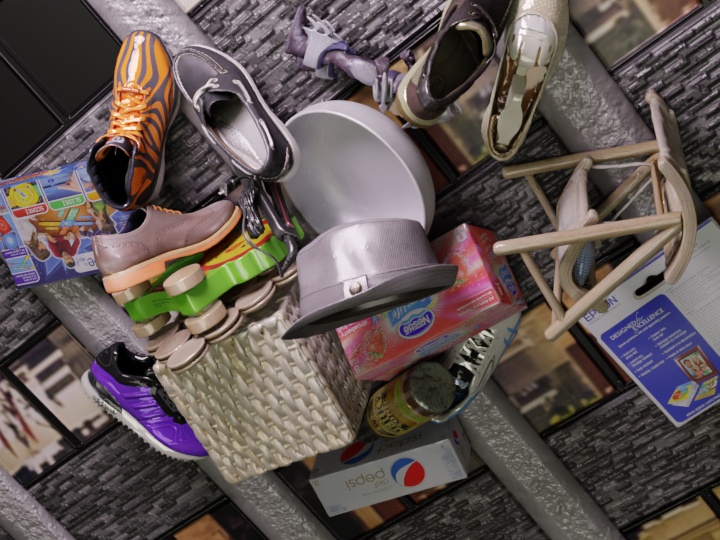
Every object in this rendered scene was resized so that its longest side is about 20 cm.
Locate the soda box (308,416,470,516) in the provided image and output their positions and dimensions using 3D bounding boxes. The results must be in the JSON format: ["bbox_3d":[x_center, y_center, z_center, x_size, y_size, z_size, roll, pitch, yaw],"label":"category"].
[{"bbox_3d":[0.038,0.245,1.482,0.198,0.068,0.064,-19,113,19],"label":"soda box"}]

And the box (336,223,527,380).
[{"bbox_3d":[0.075,0.040,1.333,0.199,0.094,0.104,-29,73,23],"label":"box"}]

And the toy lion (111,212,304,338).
[{"bbox_3d":[-0.164,-0.004,1.342,0.199,0.191,0.069,-8,116,51],"label":"toy lion"}]

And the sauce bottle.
[{"bbox_3d":[0.045,0.167,1.402,0.064,0.065,0.200,34,148,-7],"label":"sauce bottle"}]

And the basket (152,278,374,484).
[{"bbox_3d":[-0.111,0.121,1.397,0.196,0.161,0.201,-22,113,19],"label":"basket"}]

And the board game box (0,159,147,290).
[{"bbox_3d":[-0.353,-0.058,1.420,0.198,0.035,0.137,-10,114,17],"label":"board game box"}]

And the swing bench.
[{"bbox_3d":[0.256,-0.060,1.208,0.199,0.199,0.130,-27,110,23],"label":"swing bench"}]

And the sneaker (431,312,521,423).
[{"bbox_3d":[0.134,0.102,1.389,0.071,0.073,0.201,26,118,-2],"label":"sneaker"}]

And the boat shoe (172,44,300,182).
[{"bbox_3d":[-0.146,-0.173,1.263,0.074,0.060,0.201,-45,72,21],"label":"boat shoe"}]

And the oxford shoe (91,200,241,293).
[{"bbox_3d":[-0.215,-0.047,1.319,0.071,0.199,0.074,-11,106,45],"label":"oxford shoe"}]

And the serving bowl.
[{"bbox_3d":[0.004,-0.106,1.285,0.199,0.066,0.201,27,142,23],"label":"serving bowl"}]

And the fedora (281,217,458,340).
[{"bbox_3d":[0.000,0.000,1.219,0.198,0.176,0.091,-20,82,26],"label":"fedora"}]

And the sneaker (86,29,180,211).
[{"bbox_3d":[-0.251,-0.163,1.286,0.077,0.112,0.203,4,101,7],"label":"sneaker"}]

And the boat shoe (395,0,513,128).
[{"bbox_3d":[0.109,-0.228,1.163,0.073,0.201,0.065,35,161,-19],"label":"boat shoe"}]

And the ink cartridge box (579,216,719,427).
[{"bbox_3d":[0.381,0.056,1.334,0.197,0.047,0.200,-38,103,27],"label":"ink cartridge box"}]

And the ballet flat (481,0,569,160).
[{"bbox_3d":[0.175,-0.207,1.226,0.067,0.063,0.202,13,118,4],"label":"ballet flat"}]

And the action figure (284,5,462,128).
[{"bbox_3d":[0.019,-0.206,1.224,0.198,0.130,0.070,27,105,12],"label":"action figure"}]

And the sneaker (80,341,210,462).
[{"bbox_3d":[-0.256,0.163,1.497,0.199,0.070,0.100,34,116,-8],"label":"sneaker"}]

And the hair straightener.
[{"bbox_3d":[-0.120,-0.076,1.274,0.076,0.202,0.041,-3,146,-26],"label":"hair straightener"}]

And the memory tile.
[{"bbox_3d":[-0.153,0.040,1.326,0.200,0.153,0.017,-41,112,-16],"label":"memory tile"}]
